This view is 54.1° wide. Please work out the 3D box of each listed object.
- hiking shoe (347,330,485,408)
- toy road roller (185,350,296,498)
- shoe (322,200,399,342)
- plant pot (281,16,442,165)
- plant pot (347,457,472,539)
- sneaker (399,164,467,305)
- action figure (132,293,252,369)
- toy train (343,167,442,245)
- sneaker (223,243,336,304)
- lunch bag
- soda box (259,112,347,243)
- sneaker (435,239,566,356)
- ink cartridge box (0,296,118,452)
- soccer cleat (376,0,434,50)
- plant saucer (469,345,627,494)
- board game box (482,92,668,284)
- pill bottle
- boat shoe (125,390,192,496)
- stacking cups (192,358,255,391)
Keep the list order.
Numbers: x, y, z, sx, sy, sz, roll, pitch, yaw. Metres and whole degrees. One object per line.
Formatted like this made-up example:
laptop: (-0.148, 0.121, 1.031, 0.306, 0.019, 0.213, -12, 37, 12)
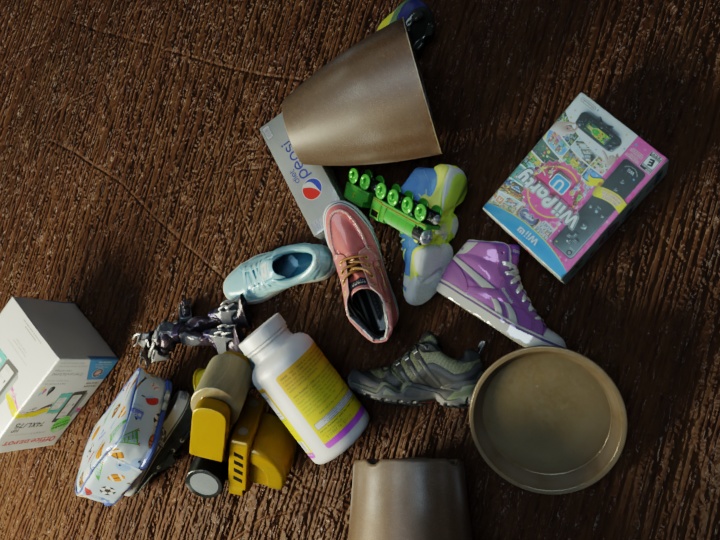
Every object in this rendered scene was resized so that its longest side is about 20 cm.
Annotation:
hiking shoe: (0.079, 0.138, 0.988, 0.195, 0.076, 0.103, 2, 74, 11)
toy road roller: (-0.163, 0.230, 1.012, 0.142, 0.124, 0.204, 10, 121, 3)
shoe: (0.000, 0.000, 0.983, 0.070, 0.091, 0.204, -21, 98, 10)
plant pot: (-0.004, -0.224, 0.988, 0.196, 0.187, 0.191, -17, 77, 10)
plant pot: (0.062, 0.346, 0.904, 0.195, 0.200, 0.203, -7, 73, 19)
sneaker: (0.084, -0.057, 1.016, 0.104, 0.075, 0.204, 20, 91, 41)
action figure: (-0.269, 0.094, 1.099, 0.195, 0.070, 0.132, -8, 38, 14)
toy train: (0.041, -0.092, 0.990, 0.199, 0.041, 0.058, 36, 117, 46)
sneaker: (-0.136, -0.002, 1.075, 0.196, 0.082, 0.076, -20, 75, 17)
lunch bag: (-0.358, 0.250, 1.077, 0.200, 0.075, 0.162, -45, 28, 31)
soda box: (-0.078, -0.145, 1.080, 0.063, 0.068, 0.203, -31, 74, 11)
sneaker: (0.207, 0.029, 0.950, 0.199, 0.073, 0.116, 34, 90, 20)
ink cartridge box: (-0.542, 0.172, 1.169, 0.146, 0.146, 0.201, 43, 99, 19)
soccer cleat: (0.032, -0.327, 1.079, 0.200, 0.064, 0.084, -46, 41, 14)
plant saucer: (0.238, 0.189, 0.904, 0.195, 0.029, 0.205, 4, 106, 15)
board game box: (0.285, -0.107, 0.942, 0.147, 0.064, 0.201, 44, 99, 20)
pill bottle: (-0.082, 0.161, 0.988, 0.103, 0.104, 0.202, -36, 94, 12)
boat shoe: (-0.311, 0.282, 1.113, 0.056, 0.069, 0.202, 30, 103, -18)
stacking cups: (-0.159, 0.152, 1.073, 0.196, 0.060, 0.062, -19, 76, 17)
